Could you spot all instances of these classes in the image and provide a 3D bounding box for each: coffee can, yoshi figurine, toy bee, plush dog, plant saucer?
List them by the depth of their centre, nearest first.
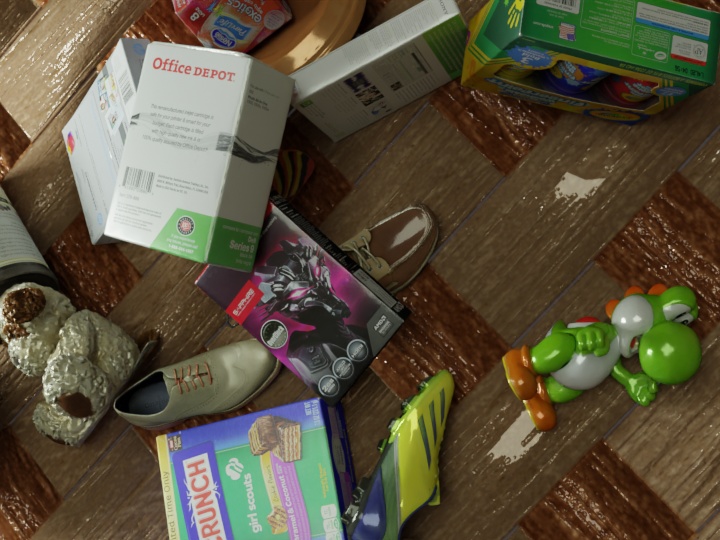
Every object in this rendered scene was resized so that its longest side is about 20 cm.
[{"bbox_3d":[0.248,0.090,1.094,0.198,0.112,0.113,-28,88,9],"label":"yoshi figurine"},{"bbox_3d":[-0.132,-0.058,1.232,0.130,0.108,0.203,-20,48,49],"label":"toy bee"},{"bbox_3d":[-0.335,0.080,1.258,0.171,0.200,0.161,38,61,-3],"label":"plush dog"},{"bbox_3d":[-0.083,-0.276,1.258,0.198,0.037,0.203,-22,47,26],"label":"plant saucer"},{"bbox_3d":[-0.468,-0.028,1.332,0.146,0.146,0.201,-38,70,8],"label":"coffee can"}]

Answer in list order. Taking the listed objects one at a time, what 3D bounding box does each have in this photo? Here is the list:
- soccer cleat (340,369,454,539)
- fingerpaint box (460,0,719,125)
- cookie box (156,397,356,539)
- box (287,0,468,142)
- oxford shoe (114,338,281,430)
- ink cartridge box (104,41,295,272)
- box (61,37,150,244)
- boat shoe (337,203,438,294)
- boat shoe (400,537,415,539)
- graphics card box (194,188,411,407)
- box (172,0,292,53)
[{"bbox_3d":[0.055,0.197,1.145,0.083,0.065,0.202,30,68,2],"label":"soccer cleat"},{"bbox_3d":[0.217,-0.210,1.082,0.196,0.167,0.075,11,82,-13],"label":"fingerpaint box"},{"bbox_3d":[-0.107,0.240,1.196,0.197,0.075,0.174,-15,76,16],"label":"cookie box"},{"bbox_3d":[0.029,-0.215,1.199,0.198,0.144,0.037,-25,74,12],"label":"box"},{"bbox_3d":[-0.180,0.128,1.242,0.198,0.074,0.072,-27,73,12],"label":"oxford shoe"},{"bbox_3d":[-0.160,-0.115,1.123,0.144,0.084,0.204,15,91,33],"label":"ink cartridge box"},{"bbox_3d":[-0.277,-0.144,1.287,0.200,0.041,0.158,-39,65,47],"label":"box"},{"bbox_3d":[0.000,0.000,1.206,0.199,0.072,0.076,-41,70,8],"label":"boat shoe"},{"bbox_3d":[-0.020,0.346,1.148,0.198,0.071,0.065,-30,71,10],"label":"boat shoe"},{"bbox_3d":[-0.060,0.028,1.161,0.200,0.051,0.126,42,105,2],"label":"graphics card box"},{"bbox_3d":[-0.157,-0.337,1.269,0.099,0.095,0.202,-34,42,13],"label":"box"}]
